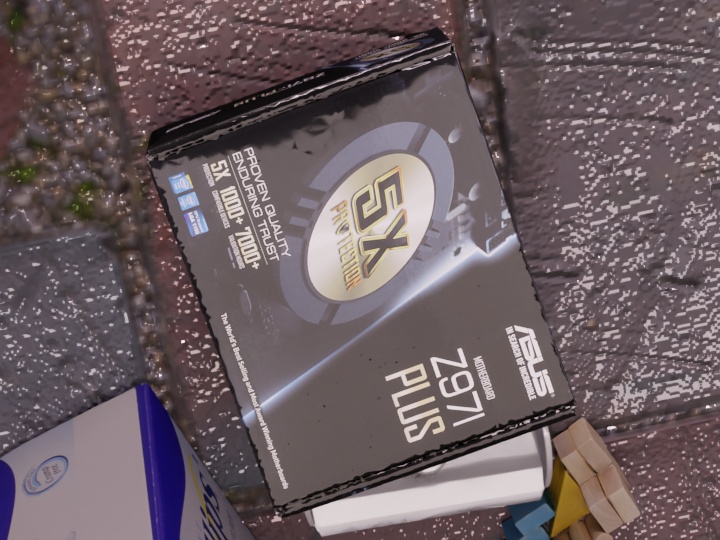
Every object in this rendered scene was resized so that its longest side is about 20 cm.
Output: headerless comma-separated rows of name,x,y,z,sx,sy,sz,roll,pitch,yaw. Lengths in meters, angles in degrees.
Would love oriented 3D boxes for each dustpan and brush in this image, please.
dustpan and brush,0.025,0.038,1.342,0.139,0.057,0.201,-9,94,-3

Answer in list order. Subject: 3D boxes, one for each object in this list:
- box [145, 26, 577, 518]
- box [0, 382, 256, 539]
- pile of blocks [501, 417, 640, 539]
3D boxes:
box,0.000,0.000,1.270,0.163,0.086,0.201,-19,100,0
box,-0.104,0.199,1.337,0.105,0.184,0.200,-28,120,7
pile of blocks,0.112,0.186,1.440,0.082,0.062,0.201,-1,118,-10
